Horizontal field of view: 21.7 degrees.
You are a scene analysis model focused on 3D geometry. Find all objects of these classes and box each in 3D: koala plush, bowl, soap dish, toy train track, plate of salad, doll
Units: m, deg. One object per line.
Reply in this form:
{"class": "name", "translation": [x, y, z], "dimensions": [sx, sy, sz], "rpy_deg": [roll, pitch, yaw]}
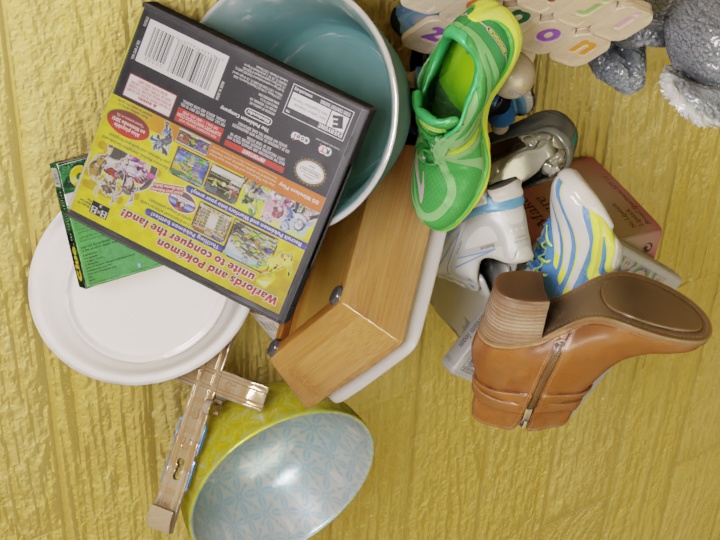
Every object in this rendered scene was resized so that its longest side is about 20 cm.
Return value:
{"class": "koala plush", "translation": [0.289, -0.220, 1.637], "dimensions": [0.177, 0.200, 0.184], "rpy_deg": [-40, 142, 3]}
{"class": "bowl", "translation": [-0.039, -0.131, 1.498], "dimensions": [0.201, 0.201, 0.105], "rpy_deg": [-54, 162, 20]}
{"class": "soap dish", "translation": [0.000, 0.000, 1.604], "dimensions": [0.081, 0.201, 0.157], "rpy_deg": [27, 145, -19]}
{"class": "toy train track", "translation": [-0.153, 0.137, 1.685], "dimensions": [0.033, 0.114, 0.202], "rpy_deg": [11, 97, -73]}
{"class": "plate of salad", "translation": [-0.185, 0.005, 1.602], "dimensions": [0.198, 0.048, 0.202], "rpy_deg": [-7, 117, -15]}
{"class": "doll", "translation": [0.074, -0.134, 1.601], "dimensions": [0.136, 0.049, 0.199], "rpy_deg": [16, 148, -37]}
{"class": "bowl", "translation": [-0.096, 0.171, 1.800], "dimensions": [0.199, 0.108, 0.201], "rpy_deg": [-21, 140, -19]}

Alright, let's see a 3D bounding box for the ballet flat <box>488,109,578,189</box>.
{"class": "ballet flat", "translation": [0.102, -0.085, 1.687], "dimensions": [0.199, 0.064, 0.068], "rpy_deg": [-24, 113, 17]}

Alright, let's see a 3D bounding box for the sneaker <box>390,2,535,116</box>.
{"class": "sneaker", "translation": [0.086, -0.191, 1.627], "dimensions": [0.089, 0.079, 0.200], "rpy_deg": [-24, 145, 17]}

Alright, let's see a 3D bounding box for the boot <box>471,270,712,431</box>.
{"class": "boot", "translation": [0.194, 0.078, 1.628], "dimensions": [0.198, 0.074, 0.156], "rpy_deg": [9, 129, 2]}

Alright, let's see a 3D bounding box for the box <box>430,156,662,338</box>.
{"class": "box", "translation": [0.167, -0.017, 1.805], "dimensions": [0.198, 0.128, 0.110], "rpy_deg": [-13, 135, -29]}

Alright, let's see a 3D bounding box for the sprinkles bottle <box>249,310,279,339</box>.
{"class": "sprinkles bottle", "translation": [-0.060, 0.037, 1.725], "dimensions": [0.068, 0.068, 0.200], "rpy_deg": [-37, 142, 0]}

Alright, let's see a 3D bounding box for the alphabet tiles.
{"class": "alphabet tiles", "translation": [0.134, -0.213, 1.502], "dimensions": [0.199, 0.015, 0.195], "rpy_deg": [14, 151, -34]}

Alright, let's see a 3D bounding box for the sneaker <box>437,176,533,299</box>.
{"class": "sneaker", "translation": [0.091, -0.010, 1.659], "dimensions": [0.074, 0.087, 0.200], "rpy_deg": [-17, 172, -25]}

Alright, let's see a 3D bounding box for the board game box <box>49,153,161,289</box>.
{"class": "board game box", "translation": [-0.149, -0.062, 1.547], "dimensions": [0.198, 0.023, 0.106], "rpy_deg": [-17, 103, -25]}

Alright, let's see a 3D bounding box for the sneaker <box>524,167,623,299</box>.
{"class": "sneaker", "translation": [0.173, 0.007, 1.642], "dimensions": [0.104, 0.076, 0.201], "rpy_deg": [-27, 131, -7]}

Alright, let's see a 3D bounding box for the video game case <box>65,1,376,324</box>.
{"class": "video game case", "translation": [-0.110, -0.083, 1.447], "dimensions": [0.182, 0.199, 0.025], "rpy_deg": [-67, 169, 14]}

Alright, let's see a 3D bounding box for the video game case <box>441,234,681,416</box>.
{"class": "video game case", "translation": [0.192, 0.046, 1.763], "dimensions": [0.199, 0.024, 0.183], "rpy_deg": [24, 109, -47]}

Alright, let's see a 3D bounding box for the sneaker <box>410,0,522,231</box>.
{"class": "sneaker", "translation": [0.067, -0.121, 1.500], "dimensions": [0.083, 0.074, 0.202], "rpy_deg": [-23, 136, -43]}
